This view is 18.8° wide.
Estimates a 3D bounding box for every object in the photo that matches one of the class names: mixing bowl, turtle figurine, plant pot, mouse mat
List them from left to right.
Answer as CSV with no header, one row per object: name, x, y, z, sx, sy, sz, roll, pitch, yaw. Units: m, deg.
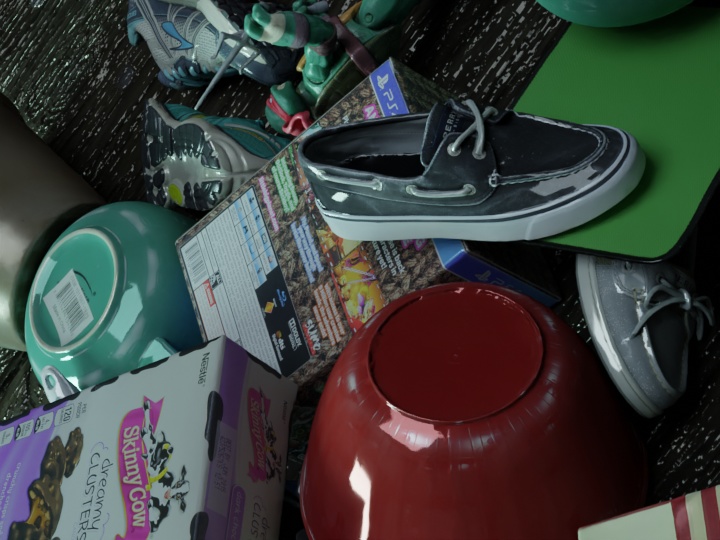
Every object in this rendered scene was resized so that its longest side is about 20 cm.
plant pot,-0.272,-0.028,1.570,0.173,0.200,0.201,25,89,30
turtle figurine,-0.015,-0.156,1.416,0.200,0.101,0.150,-43,5,4
mixing bowl,0.058,0.080,1.188,0.199,0.109,0.201,-4,47,5
mouse mat,0.151,-0.085,1.240,0.160,0.008,0.200,11,55,38

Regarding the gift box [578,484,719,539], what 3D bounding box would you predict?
gift box,0.200,0.205,1.010,0.184,0.199,0.188,-26,57,38

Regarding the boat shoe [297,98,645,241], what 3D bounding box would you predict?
boat shoe,0.058,-0.063,1.215,0.199,0.068,0.072,-2,47,29

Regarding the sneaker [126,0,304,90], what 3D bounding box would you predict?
sneaker,-0.103,-0.163,1.553,0.200,0.077,0.087,40,118,47

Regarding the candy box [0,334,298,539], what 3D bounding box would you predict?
candy box,-0.139,0.149,1.274,0.199,0.071,0.169,-22,47,34

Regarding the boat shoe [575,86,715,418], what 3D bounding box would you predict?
boat shoe,0.166,-0.015,1.224,0.064,0.074,0.203,-18,50,31

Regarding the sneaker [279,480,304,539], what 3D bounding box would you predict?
sneaker,-0.023,0.210,1.286,0.078,0.089,0.201,-40,51,23

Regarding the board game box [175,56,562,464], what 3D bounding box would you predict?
board game box,0.000,0.000,1.352,0.200,0.097,0.160,-38,50,24

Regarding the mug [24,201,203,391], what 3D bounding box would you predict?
mug,-0.142,0.030,1.458,0.184,0.114,0.153,-3,69,42

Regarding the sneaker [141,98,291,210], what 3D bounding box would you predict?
sneaker,-0.102,-0.076,1.503,0.200,0.079,0.078,-155,62,-62

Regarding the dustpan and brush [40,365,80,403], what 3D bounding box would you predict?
dustpan and brush,-0.144,0.145,1.401,0.139,0.057,0.201,-40,70,24

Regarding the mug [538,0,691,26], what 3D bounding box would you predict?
mug,0.147,-0.224,1.280,0.152,0.115,0.185,-37,38,-5

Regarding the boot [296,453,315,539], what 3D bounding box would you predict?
boot,0.037,0.181,1.216,0.131,0.070,0.201,-11,45,-5
